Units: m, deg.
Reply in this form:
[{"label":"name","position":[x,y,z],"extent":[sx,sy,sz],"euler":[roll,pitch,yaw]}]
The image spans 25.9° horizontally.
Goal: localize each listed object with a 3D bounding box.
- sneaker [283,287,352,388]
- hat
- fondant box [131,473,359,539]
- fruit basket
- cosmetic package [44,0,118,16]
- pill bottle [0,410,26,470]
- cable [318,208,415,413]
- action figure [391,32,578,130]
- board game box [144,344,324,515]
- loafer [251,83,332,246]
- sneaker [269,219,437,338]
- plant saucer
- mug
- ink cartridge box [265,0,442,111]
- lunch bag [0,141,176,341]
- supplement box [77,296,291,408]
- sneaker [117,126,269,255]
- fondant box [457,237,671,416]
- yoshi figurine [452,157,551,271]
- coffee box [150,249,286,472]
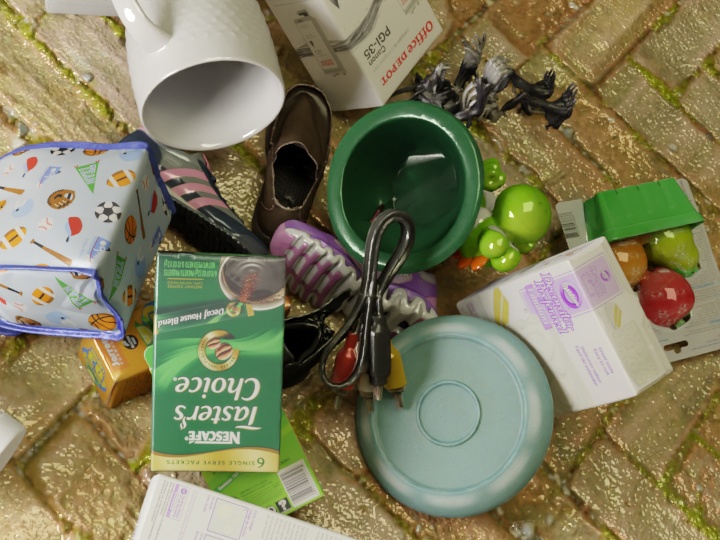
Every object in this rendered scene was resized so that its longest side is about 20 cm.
[{"label":"sneaker","position":[-0.094,0.087,1.519],"extent":[0.200,0.104,0.060],"euler":[-23,73,-28]},{"label":"hat","position":[0.070,-0.083,1.633],"extent":[0.165,0.176,0.201],"euler":[0,81,19]},{"label":"fondant box","position":[-0.115,0.284,1.420],"extent":[0.200,0.058,0.145],"euler":[20,74,-8]},{"label":"fruit basket","position":[0.317,0.005,1.737],"extent":[0.185,0.094,0.200],"euler":[-13,84,-25]},{"label":"cosmetic package","position":[-0.223,-0.367,1.652],"extent":[0.199,0.200,0.123],"euler":[0,67,-20]},{"label":"pill bottle","position":[-0.402,0.115,1.389],"extent":[0.200,0.111,0.111],"euler":[35,58,0]},{"label":"cable","position":[0.003,0.040,1.508],"extent":[0.097,0.050,0.201],"euler":[1,92,-21]},{"label":"action figure","position":[0.135,-0.209,1.753],"extent":[0.200,0.102,0.119],"euler":[1,32,-22]},{"label":"board game box","position":[-0.119,0.142,1.470],"extent":[0.095,0.030,0.200],"euler":[-26,98,-4]},{"label":"loafer","position":[-0.063,-0.120,1.658],"extent":[0.073,0.071,0.200],"euler":[14,60,-13]},{"label":"sneaker","position":[0.000,0.000,1.616],"extent":[0.200,0.080,0.089],"euler":[30,51,-14]},{"label":"plant saucer","position":[0.088,0.141,1.537],"extent":[0.200,0.027,0.201],"euler":[-3,80,14]},{"label":"mug","position":[-0.179,-0.242,1.569],"extent":[0.200,0.147,0.176],"euler":[29,38,-51]},{"label":"ink cartridge box","position":[-0.013,-0.295,1.700],"extent":[0.147,0.083,0.200],"euler":[-54,126,-32]},{"label":"lunch bag","position":[-0.298,-0.029,1.484],"extent":[0.199,0.124,0.170],"euler":[3,49,15]},{"label":"supplement box","position":[-0.170,0.059,1.529],"extent":[0.200,0.069,0.067],"euler":[-25,73,-25]},{"label":"sneaker","position":[-0.162,-0.078,1.601],"extent":[0.200,0.070,0.082],"euler":[38,60,0]},{"label":"fondant box","position":[0.198,0.064,1.556],"extent":[0.058,0.200,0.145],"euler":[-28,91,-33]},{"label":"yoshi figurine","position":[0.140,-0.063,1.620],"extent":[0.112,0.112,0.200],"euler":[9,19,-18]},{"label":"coffee box","position":[-0.129,0.084,1.431],"extent":[0.123,0.044,0.201],"euler":[3,93,-7]}]
